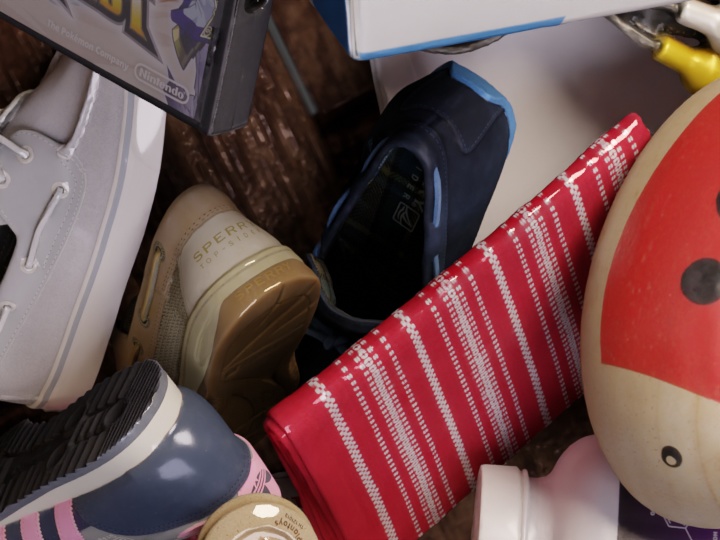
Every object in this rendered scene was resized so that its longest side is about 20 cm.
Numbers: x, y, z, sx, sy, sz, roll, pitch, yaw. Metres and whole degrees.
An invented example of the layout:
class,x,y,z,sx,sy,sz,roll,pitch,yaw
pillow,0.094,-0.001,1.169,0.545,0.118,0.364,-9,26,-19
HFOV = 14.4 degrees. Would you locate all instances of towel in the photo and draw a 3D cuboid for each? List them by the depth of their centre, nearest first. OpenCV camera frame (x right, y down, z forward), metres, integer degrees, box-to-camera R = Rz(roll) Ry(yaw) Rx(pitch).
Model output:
class,x,y,z,sx,sy,sz,roll,pitch,yaw
towel,0.051,0.035,1.185,0.200,0.022,0.145,-40,148,-11

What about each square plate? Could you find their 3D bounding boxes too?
class,x,y,z,sx,sy,sz,roll,pitch,yaw
square plate,0.107,-0.052,1.238,0.199,0.028,0.199,-17,123,-10

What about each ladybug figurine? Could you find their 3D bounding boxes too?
class,x,y,z,sx,sy,sz,roll,pitch,yaw
ladybug figurine,0.163,0.005,1.133,0.135,0.072,0.201,20,81,-14

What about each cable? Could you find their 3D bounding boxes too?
class,x,y,z,sx,sy,sz,roll,pitch,yaw
cable,0.108,-0.115,1.153,0.199,0.050,0.097,6,114,-25

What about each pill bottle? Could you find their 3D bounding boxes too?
class,x,y,z,sx,sy,sz,roll,pitch,yaw
pill bottle,0.146,0.129,1.200,0.199,0.113,0.113,5,119,0

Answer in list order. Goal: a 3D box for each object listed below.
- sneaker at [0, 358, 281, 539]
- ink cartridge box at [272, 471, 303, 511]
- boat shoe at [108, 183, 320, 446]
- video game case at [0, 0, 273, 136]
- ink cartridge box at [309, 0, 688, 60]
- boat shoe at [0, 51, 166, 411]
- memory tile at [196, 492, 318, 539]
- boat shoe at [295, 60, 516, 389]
class,x,y,z,sx,sy,sz,roll,pitch,yaw
sneaker,-0.109,0.101,1.165,0.082,0.200,0.070,38,59,-19
ink cartridge box,-0.036,0.180,1.222,0.144,0.200,0.084,-5,124,-17
boat shoe,-0.069,0.033,1.182,0.072,0.065,0.200,-32,162,-26
video game case,-0.101,-0.169,1.002,0.025,0.200,0.181,-19,131,-48
ink cartridge box,0.034,-0.163,1.043,0.145,0.200,0.084,-12,121,-12
boat shoe,-0.127,-0.033,1.148,0.068,0.072,0.200,5,126,-22
memory tile,-0.004,0.192,1.113,0.200,0.017,0.154,31,88,-19
boat shoe,0.000,0.000,1.184,0.069,0.084,0.200,-42,153,-47
